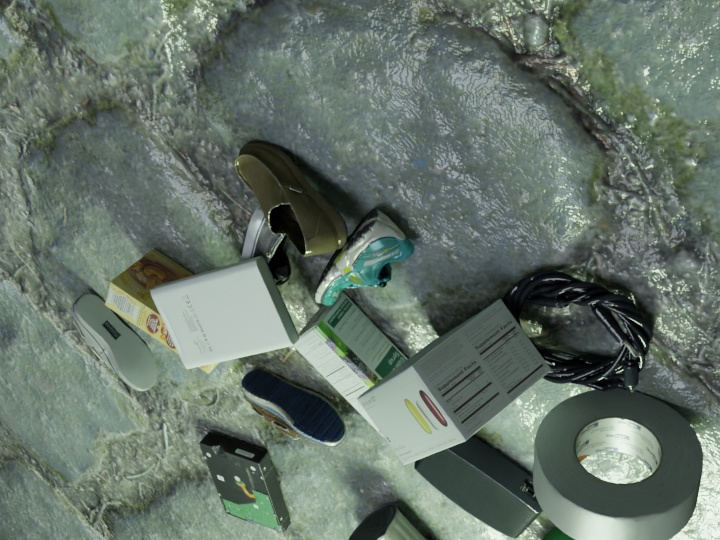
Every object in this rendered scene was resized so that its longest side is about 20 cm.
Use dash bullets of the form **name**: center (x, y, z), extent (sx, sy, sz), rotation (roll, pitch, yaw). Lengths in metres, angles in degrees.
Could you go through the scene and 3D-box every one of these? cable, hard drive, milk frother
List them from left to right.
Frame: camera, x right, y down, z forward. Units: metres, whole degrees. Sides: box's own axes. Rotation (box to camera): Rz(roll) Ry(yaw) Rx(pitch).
- **hard drive**: center (-0.196, 0.063, 1.586), extent (0.199, 0.026, 0.132), rotation (-15, 106, 31)
- **hard drive**: center (-0.209, 0.391, 2.047), extent (0.139, 0.038, 0.201), rotation (13, 133, 30)
- **milk frother**: center (0.040, 0.528, 1.850), extent (0.188, 0.200, 0.180), rotation (47, 145, -9)
- **hard drive**: center (0.177, 0.315, 1.656), extent (0.200, 0.042, 0.135), rotation (34, 141, 7)
- **cable**: center (0.251, 0.073, 1.356), extent (0.199, 0.051, 0.164), rotation (20, 139, 26)

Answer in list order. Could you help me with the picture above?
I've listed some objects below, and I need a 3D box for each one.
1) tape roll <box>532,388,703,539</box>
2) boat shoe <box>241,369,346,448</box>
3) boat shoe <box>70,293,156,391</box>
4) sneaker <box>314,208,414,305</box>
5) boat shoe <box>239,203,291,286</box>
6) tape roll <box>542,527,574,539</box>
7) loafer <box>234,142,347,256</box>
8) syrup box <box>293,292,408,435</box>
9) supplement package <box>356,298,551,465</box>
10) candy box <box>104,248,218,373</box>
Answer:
- **tape roll**: center (0.309, 0.237, 1.348), extent (0.200, 0.200, 0.066), rotation (18, 135, 25)
- **boat shoe**: center (-0.103, 0.230, 1.788), extent (0.200, 0.072, 0.073), rotation (31, 147, 27)
- **boat shoe**: center (-0.438, 0.132, 1.958), extent (0.200, 0.072, 0.066), rotation (49, 145, -9)
- **sneaker**: center (0.000, 0.000, 1.476), extent (0.080, 0.078, 0.200), rotation (35, 142, -9)
- **boat shoe**: center (-0.127, -0.012, 1.576), extent (0.066, 0.070, 0.200), rotation (30, 133, 14)
- **tape roll**: center (0.352, 0.467, 1.658), extent (0.200, 0.048, 0.201), rotation (23, 139, 21)
- **loafer**: center (-0.101, -0.093, 1.447), extent (0.200, 0.067, 0.076), rotation (41, 143, 24)
- **syrup box**: center (0.006, 0.137, 1.595), extent (0.200, 0.079, 0.081), rotation (46, 141, -7)
- **supplement package**: center (0.113, 0.145, 1.410), extent (0.111, 0.156, 0.200), rotation (54, 154, 4)
- **candy box**: center (-0.278, 0.060, 1.716), extent (0.200, 0.115, 0.055), rotation (33, 130, 10)
